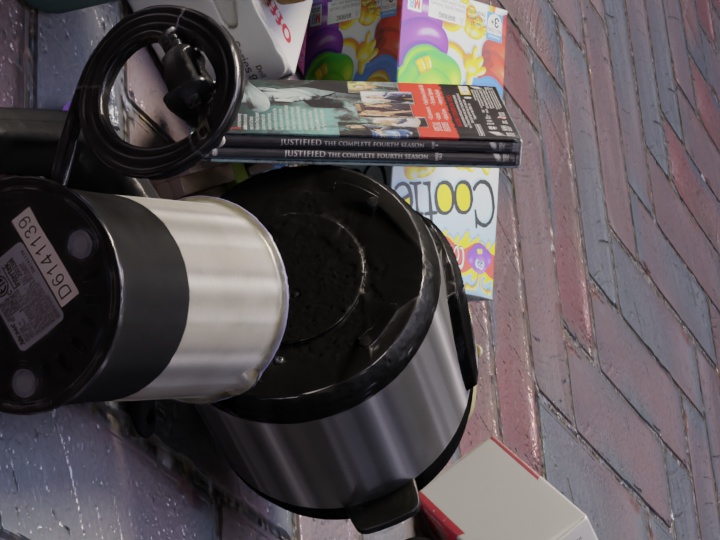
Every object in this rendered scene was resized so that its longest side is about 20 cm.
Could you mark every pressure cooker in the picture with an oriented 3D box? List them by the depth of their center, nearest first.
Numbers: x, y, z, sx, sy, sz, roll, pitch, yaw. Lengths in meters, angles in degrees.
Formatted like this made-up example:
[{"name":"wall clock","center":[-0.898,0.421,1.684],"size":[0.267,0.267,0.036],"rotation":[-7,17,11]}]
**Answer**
[{"name":"pressure cooker","center":[-0.021,0.052,1.360],"size":[0.177,0.177,0.201],"rotation":[-63,155,-25]}]

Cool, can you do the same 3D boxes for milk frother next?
[{"name":"milk frother","center":[-0.102,-0.028,1.161],"size":[0.188,0.199,0.182],"rotation":[2,71,-66]}]

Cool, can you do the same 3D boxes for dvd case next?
[{"name":"dvd case","center":[-0.006,-0.092,1.377],"size":[0.146,0.198,0.022],"rotation":[-102,-166,-72]}]

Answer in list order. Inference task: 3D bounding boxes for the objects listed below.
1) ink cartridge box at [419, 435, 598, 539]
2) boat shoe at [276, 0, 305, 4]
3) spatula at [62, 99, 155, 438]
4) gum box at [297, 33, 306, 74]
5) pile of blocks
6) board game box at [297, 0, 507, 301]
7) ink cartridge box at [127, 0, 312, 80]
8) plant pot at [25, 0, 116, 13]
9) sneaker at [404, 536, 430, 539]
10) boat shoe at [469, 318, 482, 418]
[{"name":"ink cartridge box","center":[0.140,0.248,1.707],"size":[0.145,0.083,0.201],"rotation":[38,-21,54]},{"name":"boat shoe","center":[-0.019,-0.246,1.487],"size":[0.200,0.071,0.065],"rotation":[-66,137,-58]},{"name":"spatula","center":[-0.146,-0.001,1.296],"size":[0.056,0.020,0.202],"rotation":[-14,90,-64]},{"name":"gum box","center":[-0.011,-0.222,1.748],"size":[0.201,0.066,0.114],"rotation":[-84,152,-44]},{"name":"pile of blocks","center":[-0.077,-0.050,1.430],"size":[0.200,0.081,0.063],"rotation":[-26,100,-70]},{"name":"board game box","center":[0.027,-0.083,1.517],"size":[0.104,0.103,0.202],"rotation":[10,80,-41]},{"name":"ink cartridge box","center":[-0.095,-0.229,1.500],"size":[0.201,0.087,0.146],"rotation":[-82,150,-51]},{"name":"plant pot","center":[-0.117,-0.248,1.292],"size":[0.200,0.194,0.202],"rotation":[-15,90,-69]},{"name":"sneaker","center":[0.063,0.256,1.635],"size":[0.201,0.070,0.090],"rotation":[57,5,-33]},{"name":"boat shoe","center":[0.053,0.027,1.736],"size":[0.063,0.073,0.202],"rotation":[5,71,-66]}]
